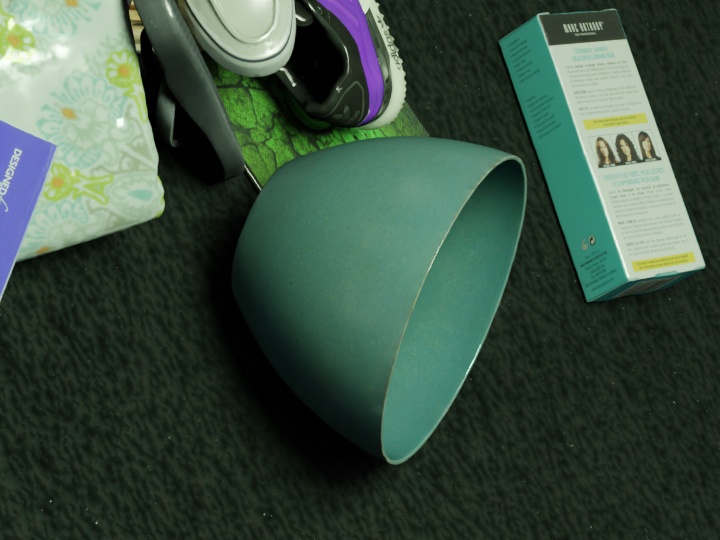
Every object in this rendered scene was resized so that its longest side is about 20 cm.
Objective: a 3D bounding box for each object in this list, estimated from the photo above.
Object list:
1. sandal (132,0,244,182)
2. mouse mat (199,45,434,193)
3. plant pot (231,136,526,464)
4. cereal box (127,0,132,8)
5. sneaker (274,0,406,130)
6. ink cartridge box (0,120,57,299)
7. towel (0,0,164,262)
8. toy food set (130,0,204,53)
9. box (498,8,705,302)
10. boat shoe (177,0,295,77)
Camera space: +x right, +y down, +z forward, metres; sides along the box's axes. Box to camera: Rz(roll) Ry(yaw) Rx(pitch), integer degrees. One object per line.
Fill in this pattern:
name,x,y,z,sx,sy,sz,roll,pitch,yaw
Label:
sandal,-0.115,-0.118,1.534,0.043,0.200,0.076,-23,59,1
mouse mat,-0.017,-0.086,1.681,0.161,0.008,0.201,-37,95,-42
plant pot,0.000,0.000,1.554,0.134,0.201,0.200,23,49,16
cereal box,-0.236,-0.151,1.473,0.199,0.039,0.145,18,92,-29
sneaker,-0.044,-0.182,1.637,0.099,0.069,0.201,-13,73,-59
ink cartridge box,-0.276,-0.014,1.373,0.199,0.043,0.200,23,84,-29
towel,-0.206,-0.103,1.448,0.170,0.048,0.202,-17,108,-23
toy food set,-0.170,-0.214,1.586,0.199,0.060,0.145,-2,71,-37
box,0.170,-0.083,1.794,0.082,0.049,0.202,-8,75,-40
boat shoe,-0.086,-0.220,1.571,0.071,0.066,0.202,-10,73,-8
